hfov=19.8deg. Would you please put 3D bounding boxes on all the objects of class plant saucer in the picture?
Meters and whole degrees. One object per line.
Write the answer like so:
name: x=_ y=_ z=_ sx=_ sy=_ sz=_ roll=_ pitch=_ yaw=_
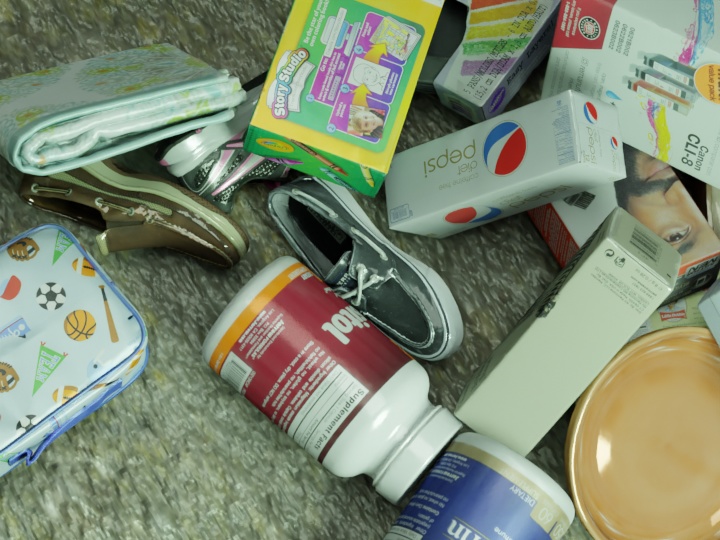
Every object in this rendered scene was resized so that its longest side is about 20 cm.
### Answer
plant saucer: x=0.249 y=0.141 z=1.659 sx=0.200 sy=0.037 sz=0.200 roll=-3 pitch=98 yaw=-22

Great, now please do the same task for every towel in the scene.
towel: x=-0.211 y=-0.134 z=1.685 sx=0.200 sy=0.171 sz=0.048 roll=-16 pitch=110 yaw=-21

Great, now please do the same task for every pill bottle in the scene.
pill bottle: x=0.069 y=0.236 z=1.609 sx=0.116 sy=0.116 sz=0.200 roll=34 pitch=75 yaw=7
pill bottle: x=-0.020 y=0.090 z=1.654 sx=0.200 sy=0.113 sz=0.113 roll=40 pitch=73 yaw=8

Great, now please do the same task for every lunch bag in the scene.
lunch bag: x=-0.277 y=0.071 z=1.662 sx=0.200 sy=0.076 sz=0.160 roll=-37 pitch=80 yaw=-16

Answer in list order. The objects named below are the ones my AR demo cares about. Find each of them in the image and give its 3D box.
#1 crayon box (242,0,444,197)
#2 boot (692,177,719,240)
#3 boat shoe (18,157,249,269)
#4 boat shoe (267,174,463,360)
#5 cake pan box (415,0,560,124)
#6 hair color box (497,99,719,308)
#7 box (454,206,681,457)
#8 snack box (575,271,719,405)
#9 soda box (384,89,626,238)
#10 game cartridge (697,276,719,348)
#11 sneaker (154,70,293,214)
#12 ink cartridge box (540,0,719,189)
crayon box: x=-0.009 y=-0.175 z=1.694 sx=0.119 sy=0.058 sz=0.200 roll=20 pitch=72 yaw=-3
boot: x=0.355 y=-0.095 z=1.763 sx=0.146 sy=0.070 sz=0.200 roll=-1 pitch=64 yaw=-3
boat shoe: x=-0.191 y=-0.040 z=1.709 sx=0.202 sy=0.075 sz=0.075 roll=25 pitch=70 yaw=17
boat shoe: x=0.000 y=0.000 z=1.696 sx=0.200 sy=0.072 sz=0.068 roll=50 pitch=33 yaw=14
cake pan box: x=0.085 y=-0.240 z=1.780 sx=0.184 sy=0.052 sz=0.200 roll=32 pitch=78 yaw=24
hair color box: x=0.204 y=-0.059 z=1.726 sx=0.111 sy=0.064 sz=0.200 roll=-22 pitch=62 yaw=-14
box: x=0.162 y=0.051 z=1.620 sx=0.068 sy=0.082 sz=0.200 roll=38 pitch=113 yaw=-2
snack box: x=0.271 y=0.056 z=1.728 sx=0.200 sy=0.037 sz=0.116 roll=-6 pitch=70 yaw=-7
soda box: x=0.114 y=-0.083 z=1.684 sx=0.068 sy=0.200 sz=0.064 roll=12 pitch=68 yaw=-47
game cartridge: x=0.361 y=0.041 z=1.686 sx=0.200 sy=0.042 sz=0.133 roll=-18 pitch=81 yaw=-45
sneaker: x=-0.078 y=-0.115 z=1.751 sx=0.200 sy=0.080 sz=0.086 roll=-34 pitch=106 yaw=-20
ink cartridge box: x=0.274 y=-0.184 z=1.687 sx=0.200 sy=0.145 sz=0.145 roll=27 pitch=55 yaw=15
